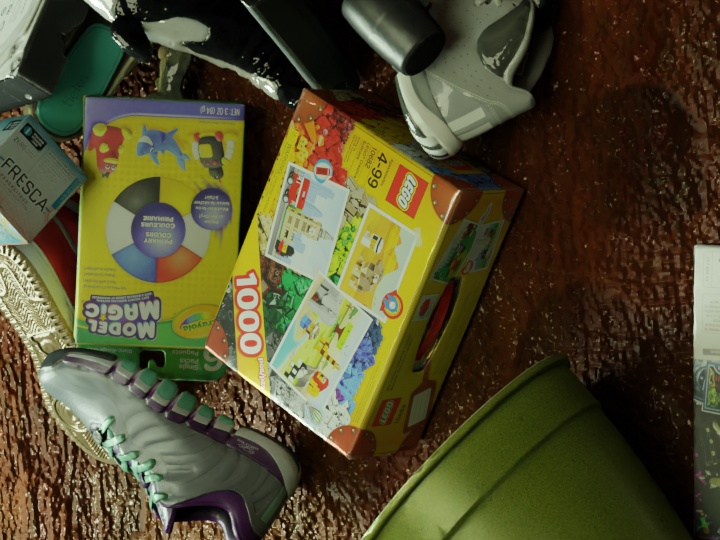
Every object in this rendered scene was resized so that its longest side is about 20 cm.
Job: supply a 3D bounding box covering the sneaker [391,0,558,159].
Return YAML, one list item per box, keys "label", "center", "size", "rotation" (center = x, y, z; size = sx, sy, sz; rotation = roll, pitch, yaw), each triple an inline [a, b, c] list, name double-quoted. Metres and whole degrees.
- label: "sneaker"
  center: [0.070, -0.177, 1.657]
  size: [0.115, 0.075, 0.201]
  rotation: [-21, 68, 14]

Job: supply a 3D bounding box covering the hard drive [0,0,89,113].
- label: "hard drive"
  center: [-0.258, -0.178, 1.855]
  size: [0.200, 0.038, 0.141]
  rotation: [-10, 54, 56]

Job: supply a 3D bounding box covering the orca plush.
- label: "orca plush"
  center: [-0.111, -0.182, 1.734]
  size: [0.200, 0.105, 0.071]
  rotation: [40, 132, 13]

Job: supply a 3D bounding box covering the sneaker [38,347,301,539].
- label: "sneaker"
  center: [-0.143, 0.127, 1.768]
  size: [0.199, 0.088, 0.075]
  rotation: [25, 153, 4]

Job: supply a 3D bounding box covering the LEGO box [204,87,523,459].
- label: "LEGO box"
  center: [0.000, 0.000, 1.706]
  size: [0.149, 0.077, 0.201]
  rotation: [34, 113, 32]

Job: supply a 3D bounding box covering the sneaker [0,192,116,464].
- label: "sneaker"
  center: [-0.196, 0.036, 1.880]
  size: [0.071, 0.113, 0.201]
  rotation: [-6, 119, 36]

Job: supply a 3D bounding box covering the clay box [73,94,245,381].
- label: "clay box"
  center: [-0.142, -0.021, 1.796]
  size: [0.048, 0.114, 0.202]
  rotation: [-145, 57, -81]

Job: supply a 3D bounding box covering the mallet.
- label: "mallet"
  center: [0.069, -0.216, 1.613]
  size: [0.066, 0.041, 0.200]
  rotation: [36, 84, 21]

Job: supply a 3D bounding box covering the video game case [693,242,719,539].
- label: "video game case"
  center: [0.288, 0.076, 1.509]
  size: [0.199, 0.036, 0.183]
  rotation: [2, 94, 38]

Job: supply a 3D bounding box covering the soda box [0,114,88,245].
- label: "soda box"
  center: [-0.272, -0.061, 1.816]
  size: [0.064, 0.068, 0.200]
  rotation: [48, 159, -21]

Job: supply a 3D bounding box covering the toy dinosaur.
- label: "toy dinosaur"
  center: [-0.151, -0.078, 1.844]
  size: [0.088, 0.047, 0.202]
  rotation: [-1, 95, 32]

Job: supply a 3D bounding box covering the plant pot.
- label: "plant pot"
  center: [0.124, 0.191, 1.566]
  size: [0.193, 0.200, 0.201]
  rotation: [44, 118, 13]

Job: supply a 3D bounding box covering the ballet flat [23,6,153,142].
- label: "ballet flat"
  center: [-0.173, -0.179, 1.830]
  size: [0.069, 0.069, 0.200]
  rotation: [40, 90, 29]

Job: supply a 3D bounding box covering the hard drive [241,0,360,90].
- label: "hard drive"
  center: [-0.067, -0.199, 1.675]
  size: [0.033, 0.200, 0.140]
  rotation: [-32, 70, 4]
